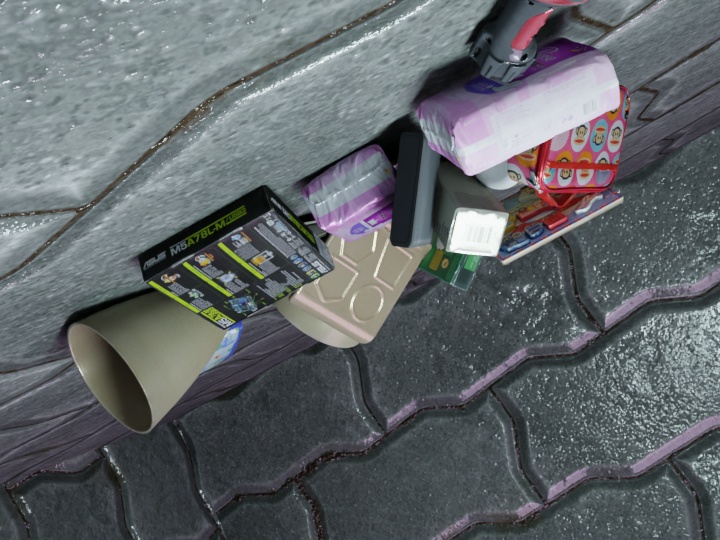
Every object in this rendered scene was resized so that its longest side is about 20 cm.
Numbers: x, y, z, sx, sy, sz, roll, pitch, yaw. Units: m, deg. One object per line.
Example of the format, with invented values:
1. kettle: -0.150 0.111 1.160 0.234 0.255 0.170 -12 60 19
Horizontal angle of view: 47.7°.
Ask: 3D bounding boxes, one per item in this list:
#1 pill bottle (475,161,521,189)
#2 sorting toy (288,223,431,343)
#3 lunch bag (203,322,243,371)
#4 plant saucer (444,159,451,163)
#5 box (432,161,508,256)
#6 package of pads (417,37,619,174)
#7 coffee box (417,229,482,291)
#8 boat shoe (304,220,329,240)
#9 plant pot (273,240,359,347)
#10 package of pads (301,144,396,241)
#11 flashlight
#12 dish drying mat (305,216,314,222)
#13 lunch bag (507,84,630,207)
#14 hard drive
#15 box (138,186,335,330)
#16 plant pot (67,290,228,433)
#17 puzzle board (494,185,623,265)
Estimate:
1. pill bottle: 0.259 -0.193 1.217 0.199 0.110 0.109 -20 170 -36
2. sorting toy: 0.000 0.000 1.286 0.185 0.036 0.201 33 93 -39
3. lunch bag: -0.308 0.125 1.406 0.169 0.129 0.200 -22 -179 -27
4. plant saucer: 0.205 -0.185 1.370 0.199 0.038 0.200 -25 171 -4
5. box: 0.145 -0.095 1.195 0.081 0.069 0.200 6 -155 -11
6. package of pads: 0.174 -0.186 0.915 0.199 0.076 0.121 -25 -151 -5
7. coffee box: 0.131 -0.054 1.362 0.044 0.124 0.200 22 -177 -35
8. boat shoe: -0.121 -0.027 1.208 0.199 0.057 0.067 -15 167 -32
9. plant pot: -0.044 0.012 1.383 0.135 0.200 0.200 -54 161 22
10. package of pads: 0.002 -0.100 1.114 0.120 0.076 0.200 -27 172 7
11. flashlight: 0.170 -0.243 0.765 0.068 0.068 0.200 -26 171 -15
12. dish drying mat: -0.023 -0.086 1.343 0.077 0.018 0.199 -31 171 39
13. lunch bag: 0.283 -0.175 1.119 0.199 0.178 0.082 -6 -159 -43
14. hard drive: 0.075 -0.103 1.081 0.033 0.141 0.200 6 -175 10
15. box: -0.157 -0.009 1.079 0.192 0.048 0.200 -27 151 12
16. plant pot: -0.296 0.107 1.219 0.200 0.188 0.187 -37 -179 -38
17. puzzle board: 0.263 -0.090 1.206 0.199 0.017 0.151 -27 -149 -4
